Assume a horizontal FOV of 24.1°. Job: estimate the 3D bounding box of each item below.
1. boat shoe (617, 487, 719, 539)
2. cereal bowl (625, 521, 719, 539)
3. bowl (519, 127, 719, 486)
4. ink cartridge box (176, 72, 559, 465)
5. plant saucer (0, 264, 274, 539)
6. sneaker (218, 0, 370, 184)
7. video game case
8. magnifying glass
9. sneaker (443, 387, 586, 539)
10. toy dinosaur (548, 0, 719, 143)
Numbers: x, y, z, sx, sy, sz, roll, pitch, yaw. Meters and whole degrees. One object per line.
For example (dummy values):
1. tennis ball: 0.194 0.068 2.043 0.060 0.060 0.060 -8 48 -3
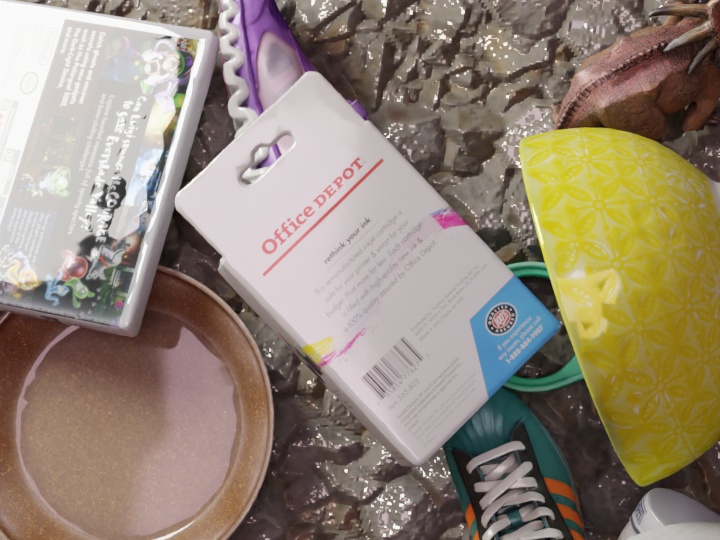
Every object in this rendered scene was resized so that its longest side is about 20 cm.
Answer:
1. boat shoe: 0.233 0.208 0.971 0.199 0.071 0.070 32 116 7
2. cereal bowl: 0.174 0.224 0.898 0.199 0.083 0.201 -2 103 -10
3. bowl: 0.169 0.005 0.906 0.107 0.200 0.201 -19 80 13
4. ink cartridge box: 0.000 0.000 0.960 0.115 0.068 0.200 -43 91 -8
5. plant saucer: -0.148 0.095 1.048 0.199 0.037 0.202 -1 83 8
6. sneaker: -0.037 -0.095 1.041 0.088 0.080 0.201 -11 86 0
7. video game case: -0.199 -0.070 1.062 0.181 0.023 0.201 10 74 14
8. magnifying glass: 0.159 0.040 1.019 0.199 0.022 0.080 6 84 8
9. sneaker: 0.100 0.157 0.981 0.071 0.080 0.201 -23 80 5
10. toy dinosaur: 0.169 -0.116 0.979 0.200 0.136 0.086 -39 79 2
